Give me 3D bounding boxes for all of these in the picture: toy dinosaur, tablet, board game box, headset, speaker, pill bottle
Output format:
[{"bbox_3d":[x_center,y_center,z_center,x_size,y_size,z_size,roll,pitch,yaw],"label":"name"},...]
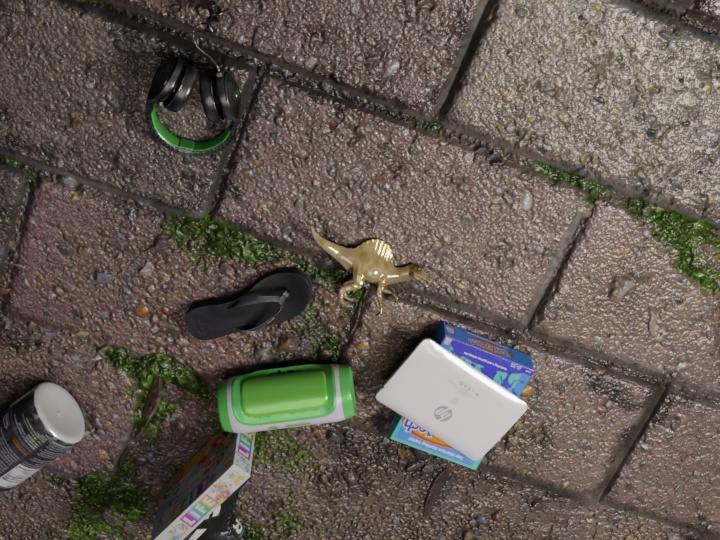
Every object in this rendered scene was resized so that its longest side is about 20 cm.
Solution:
[{"bbox_3d":[0.000,0.000,1.535,0.198,0.058,0.102,19,101,-19],"label":"toy dinosaur"},{"bbox_3d":[0.135,0.194,1.601,0.199,0.014,0.130,34,113,-15],"label":"tablet"},{"bbox_3d":[0.150,0.192,1.632,0.150,0.045,0.202,20,116,-11],"label":"board game box"},{"bbox_3d":[-0.209,-0.243,1.399,0.122,0.095,0.201,11,132,-11],"label":"headset"},{"bbox_3d":[-0.109,0.190,1.602,0.197,0.089,0.090,-7,118,3],"label":"speaker"},{"bbox_3d":[-0.238,0.322,1.645,0.034,0.135,0.200,39,110,-19],"label":"board game box"},{"bbox_3d":[-0.520,0.262,1.625,0.199,0.107,0.107,-34,114,16],"label":"pill bottle"}]

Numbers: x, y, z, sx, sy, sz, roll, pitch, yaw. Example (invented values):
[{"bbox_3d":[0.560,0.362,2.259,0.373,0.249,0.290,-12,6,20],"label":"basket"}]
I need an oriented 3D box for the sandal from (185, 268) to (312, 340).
[{"bbox_3d":[-0.158,0.059,1.559,0.198,0.043,0.077,-22,116,10],"label":"sandal"}]

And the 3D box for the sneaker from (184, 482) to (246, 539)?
[{"bbox_3d":[-0.211,0.376,1.715,0.111,0.073,0.200,37,120,-22],"label":"sneaker"}]
